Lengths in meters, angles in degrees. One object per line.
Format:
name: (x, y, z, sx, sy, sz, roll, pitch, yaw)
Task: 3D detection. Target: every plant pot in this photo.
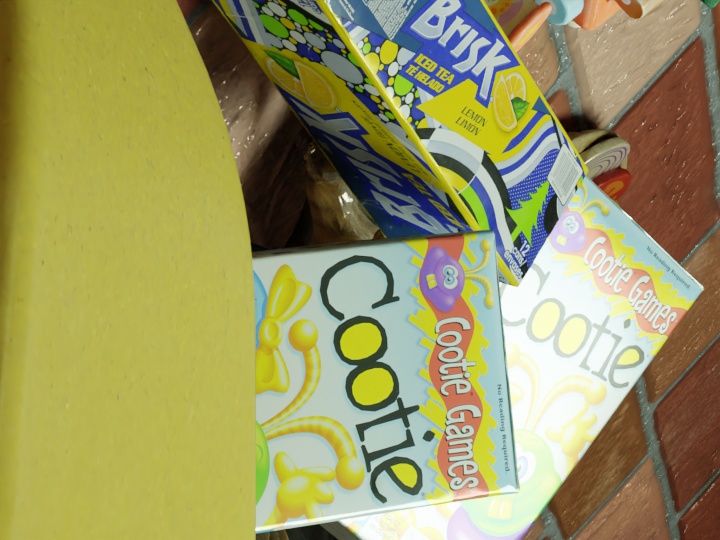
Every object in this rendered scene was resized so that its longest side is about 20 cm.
plant pot: (-0.140, -0.010, 0.883, 0.195, 0.194, 0.200, 24, 72, -68)

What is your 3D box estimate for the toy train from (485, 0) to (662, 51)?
toy train: (0.086, -0.124, 1.361, 0.200, 0.056, 0.150, -36, 156, -33)

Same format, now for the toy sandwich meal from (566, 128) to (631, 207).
toy sandwich meal: (0.089, 0.016, 1.589, 0.205, 0.070, 0.205, -42, 158, -21)

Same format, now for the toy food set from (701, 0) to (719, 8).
toy food set: (0.194, -0.219, 1.332, 0.200, 0.049, 0.198, -60, 180, -27)

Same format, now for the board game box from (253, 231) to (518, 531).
board game box: (-0.054, 0.047, 1.139, 0.200, 0.103, 0.105, -7, -179, -29)

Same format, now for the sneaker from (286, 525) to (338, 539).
sneaker: (-0.012, 0.150, 1.576, 0.071, 0.099, 0.200, -36, 157, -36)

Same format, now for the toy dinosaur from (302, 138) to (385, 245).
toy dinosaur: (-0.005, 0.027, 1.301, 0.060, 0.106, 0.200, -75, 175, -69)

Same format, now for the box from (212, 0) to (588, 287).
box: (0.014, -0.078, 1.163, 0.064, 0.070, 0.200, -58, 141, -19)

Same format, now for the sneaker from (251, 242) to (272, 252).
sneaker: (-0.112, 0.032, 1.222, 0.200, 0.112, 0.073, -2, 176, -26)

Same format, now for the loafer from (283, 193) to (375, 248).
loafer: (0.000, 0.000, 1.349, 0.076, 0.067, 0.200, -83, -171, -46)

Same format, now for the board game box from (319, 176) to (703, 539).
board game box: (0.052, 0.049, 1.442, 0.103, 0.105, 0.200, 41, 82, -30)

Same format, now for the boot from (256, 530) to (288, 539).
boot: (-0.130, 0.193, 1.452, 0.200, 0.074, 0.155, -23, 148, -28)
